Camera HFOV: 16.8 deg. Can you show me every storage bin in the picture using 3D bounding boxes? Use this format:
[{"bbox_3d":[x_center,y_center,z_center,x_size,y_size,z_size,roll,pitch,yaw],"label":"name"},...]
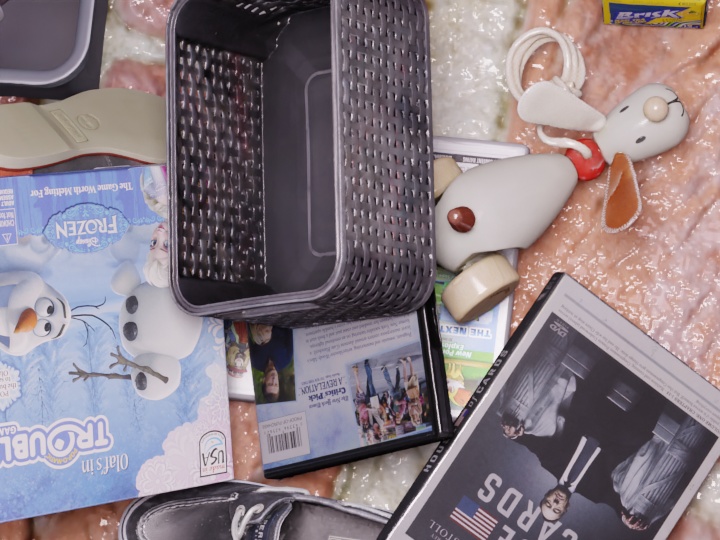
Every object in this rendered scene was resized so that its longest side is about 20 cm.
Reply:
[{"bbox_3d":[-0.252,-0.157,1.559,0.199,0.134,0.146,4,80,8],"label":"storage bin"},{"bbox_3d":[-0.036,-0.072,1.456,0.135,0.094,0.201,-8,78,38],"label":"storage bin"}]

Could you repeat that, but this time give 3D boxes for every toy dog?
[{"bbox_3d":[0.109,-0.060,1.499,0.132,0.096,0.200,37,82,6],"label":"toy dog"}]

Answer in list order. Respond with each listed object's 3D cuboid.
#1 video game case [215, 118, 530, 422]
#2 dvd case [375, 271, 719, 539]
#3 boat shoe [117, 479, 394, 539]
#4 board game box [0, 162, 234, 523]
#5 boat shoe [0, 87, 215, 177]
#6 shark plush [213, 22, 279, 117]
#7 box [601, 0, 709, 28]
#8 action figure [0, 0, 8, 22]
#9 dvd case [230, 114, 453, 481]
[{"bbox_3d":[0.000,0.000,1.558,0.199,0.022,0.183,6,80,7],"label":"video game case"},{"bbox_3d":[0.124,0.125,1.486,0.150,0.025,0.200,36,80,-12],"label":"dvd case"},{"bbox_3d":[-0.055,0.166,1.508,0.199,0.068,0.072,8,80,8],"label":"boat shoe"},{"bbox_3d":[-0.170,0.040,1.455,0.043,0.199,0.200,3,98,49],"label":"board game box"},{"bbox_3d":[-0.175,-0.068,1.527,0.071,0.200,0.063,47,126,28],"label":"boat shoe"},{"bbox_3d":[-0.068,-0.201,1.602,0.083,0.091,0.201,10,101,28],"label":"shark plush"},{"bbox_3d":[0.194,-0.260,1.564,0.070,0.064,0.201,3,80,7],"label":"box"},{"bbox_3d":[-0.285,-0.117,1.452,0.130,0.069,0.200,29,85,10],"label":"action figure"},{"bbox_3d":[-0.014,0.018,1.499,0.142,0.018,0.201,-16,75,36],"label":"dvd case"}]
